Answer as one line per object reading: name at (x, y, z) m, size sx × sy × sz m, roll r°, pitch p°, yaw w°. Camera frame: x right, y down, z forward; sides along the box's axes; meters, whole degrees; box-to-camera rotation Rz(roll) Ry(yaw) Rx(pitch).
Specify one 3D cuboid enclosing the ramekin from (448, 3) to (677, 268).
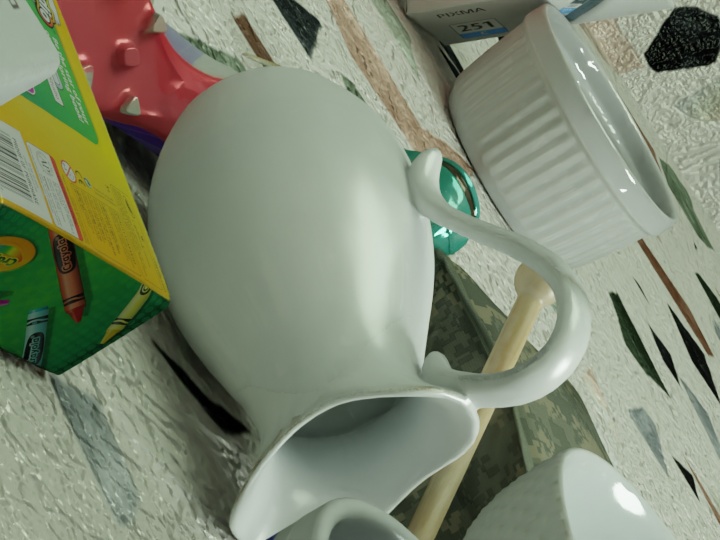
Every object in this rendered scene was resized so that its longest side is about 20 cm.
ramekin at (0.153, -0.096, 1.902) m, size 0.201 × 0.105 × 0.200 m, roll 53°, pitch 16°, yaw -22°

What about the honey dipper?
honey dipper at (0.042, 0.080, 1.033) m, size 0.038 × 0.038 × 0.201 m, roll 47°, pitch 60°, yaw -39°

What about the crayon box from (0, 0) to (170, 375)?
crayon box at (-0.149, -0.072, 0.887) m, size 0.119 × 0.058 × 0.201 m, roll 35°, pitch 28°, yaw -60°

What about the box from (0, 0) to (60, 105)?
box at (-0.195, -0.063, 0.414) m, size 0.201 × 0.198 × 0.131 m, roll 59°, pitch 15°, yaw -3°

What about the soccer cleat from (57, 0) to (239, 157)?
soccer cleat at (-0.107, -0.093, 1.106) m, size 0.076 × 0.067 × 0.200 m, roll 17°, pitch -14°, yaw 48°

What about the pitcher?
pitcher at (0.000, 0.000, 1.026) m, size 0.121 × 0.171 × 0.201 m, roll 50°, pitch 17°, yaw -49°

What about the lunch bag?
lunch bag at (0.065, 0.122, 1.120) m, size 0.164 × 0.117 × 0.201 m, roll 44°, pitch 16°, yaw -50°

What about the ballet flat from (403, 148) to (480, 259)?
ballet flat at (-0.024, -0.037, 1.187) m, size 0.200 × 0.070 × 0.068 m, roll 16°, pitch -53°, yaw 56°

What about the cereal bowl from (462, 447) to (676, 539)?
cereal bowl at (0.088, 0.168, 0.846) m, size 0.200 × 0.083 × 0.200 m, roll 53°, pitch 15°, yaw -21°

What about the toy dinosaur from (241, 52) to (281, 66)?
toy dinosaur at (0.012, -0.050, 1.411) m, size 0.201 × 0.058 × 0.101 m, roll 62°, pitch 15°, yaw 11°

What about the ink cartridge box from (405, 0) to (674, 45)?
ink cartridge box at (0.127, -0.234, 1.898) m, size 0.176 × 0.199 × 0.045 m, roll 29°, pitch 56°, yaw -65°

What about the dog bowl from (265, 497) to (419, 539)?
dog bowl at (0.009, 0.187, 0.866) m, size 0.200 × 0.079 × 0.200 m, roll 53°, pitch 15°, yaw -22°
